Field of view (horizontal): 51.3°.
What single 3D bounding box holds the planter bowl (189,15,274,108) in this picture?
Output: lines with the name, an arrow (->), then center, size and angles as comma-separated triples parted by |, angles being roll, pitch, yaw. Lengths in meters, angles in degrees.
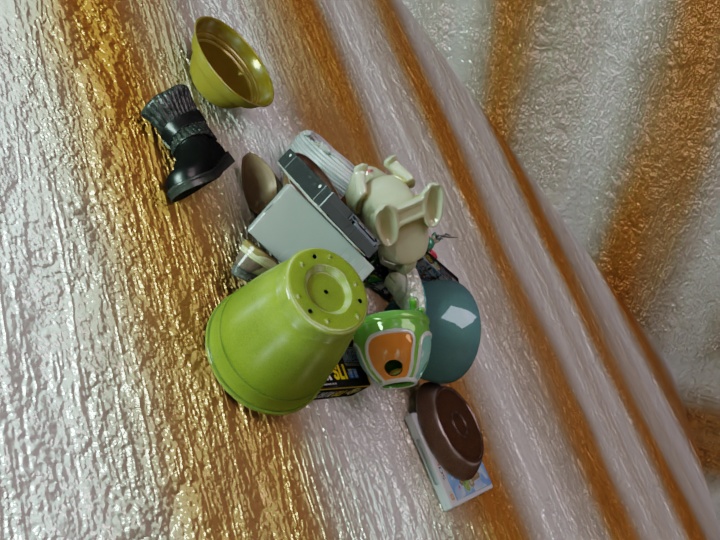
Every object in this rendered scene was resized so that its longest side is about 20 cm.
planter bowl -> -0.262, -0.372, 1.420 | 0.200, 0.083, 0.202 | 40, 32, -31

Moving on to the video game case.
video game case -> 0.174, 0.353, 1.449 | 0.199, 0.022, 0.184 | 6, 56, -58

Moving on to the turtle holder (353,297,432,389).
turtle holder -> 0.050, 0.134, 1.280 | 0.138, 0.186, 0.134 | -2, 72, -19

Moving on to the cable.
cable -> -0.058, -0.207, 1.541 | 0.199, 0.069, 0.200 | 40, 8, -14

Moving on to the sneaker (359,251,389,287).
sneaker -> 0.000, 0.000, 1.423 | 0.198, 0.085, 0.079 | -13, 79, -42

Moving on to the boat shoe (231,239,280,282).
boat shoe -> -0.149, 0.016, 1.217 | 0.073, 0.065, 0.200 | 39, -5, 34

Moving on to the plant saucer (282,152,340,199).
plant saucer -> -0.084, -0.118, 1.367 | 0.201, 0.036, 0.202 | 50, 24, -31

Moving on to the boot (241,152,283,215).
boot -> -0.138, -0.115, 1.387 | 0.146, 0.070, 0.203 | 13, 51, -63

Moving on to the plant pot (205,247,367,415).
plant pot -> -0.089, 0.071, 1.051 | 0.198, 0.193, 0.203 | 20, 50, -25

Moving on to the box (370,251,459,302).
box -> 0.096, 0.012, 1.557 | 0.199, 0.136, 0.040 | 38, 32, -34

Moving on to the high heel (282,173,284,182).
high heel -> -0.078, -0.119, 1.478 | 0.200, 0.068, 0.096 | 42, 17, 2

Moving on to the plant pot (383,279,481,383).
plant pot -> 0.116, 0.113, 1.442 | 0.133, 0.200, 0.203 | 8, 52, -37

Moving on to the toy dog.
toy dog -> 0.047, -0.111, 1.323 | 0.200, 0.138, 0.196 | 45, -20, 47

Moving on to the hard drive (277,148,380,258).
hard drive -> -0.054, -0.111, 1.228 | 0.140, 0.038, 0.200 | 45, 2, -39

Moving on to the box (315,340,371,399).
box -> -0.077, 0.129, 1.234 | 0.199, 0.049, 0.162 | 10, 54, -56

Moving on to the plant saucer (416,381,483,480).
plant saucer -> 0.182, 0.303, 1.456 | 0.200, 0.034, 0.202 | 39, 32, -30

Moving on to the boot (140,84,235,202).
boot -> -0.290, -0.204, 1.191 | 0.159, 0.079, 0.212 | 58, 15, -15

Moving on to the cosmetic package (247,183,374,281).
cosmetic package -> -0.083, -0.038, 1.236 | 0.200, 0.107, 0.090 | 46, -2, -9

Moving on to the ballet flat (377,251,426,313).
ballet flat -> 0.066, 0.000, 1.378 | 0.071, 0.071, 0.203 | 24, 44, -47

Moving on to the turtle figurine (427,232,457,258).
turtle figurine -> 0.096, -0.071, 1.586 | 0.150, 0.197, 0.102 | 45, 57, -44
